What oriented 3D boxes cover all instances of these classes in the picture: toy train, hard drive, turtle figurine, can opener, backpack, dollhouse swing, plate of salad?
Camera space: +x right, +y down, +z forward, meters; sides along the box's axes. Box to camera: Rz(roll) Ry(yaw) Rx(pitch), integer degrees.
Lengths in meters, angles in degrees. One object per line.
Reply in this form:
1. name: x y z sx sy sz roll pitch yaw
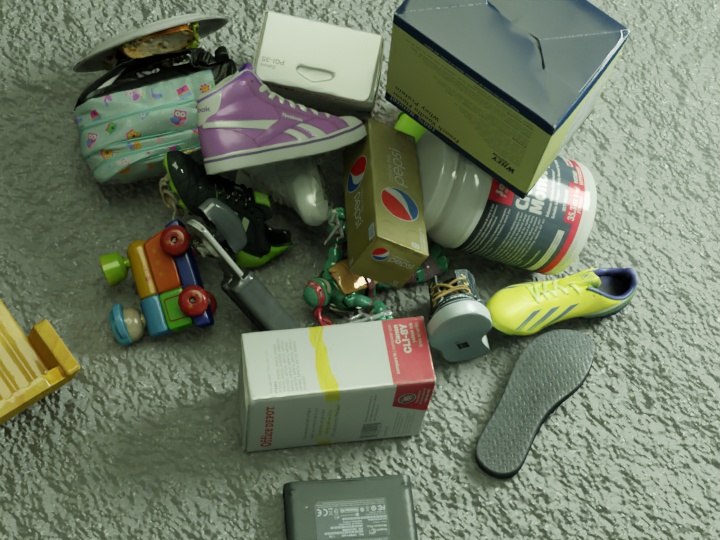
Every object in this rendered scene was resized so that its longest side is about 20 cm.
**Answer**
1. toy train: -0.244 -0.020 1.452 0.115 0.085 0.201 -18 84 -1
2. hard drive: -0.005 0.318 1.344 0.139 0.033 0.201 -2 62 -8
3. turtle figurine: 0.000 0.000 1.480 0.200 0.101 0.150 -25 85 -37
4. can opener: -0.118 0.007 1.424 0.067 0.053 0.200 -47 116 -15
5. backpack: -0.236 -0.176 1.516 0.199 0.167 0.127 -15 81 -7
6. dollhouse swing: -0.431 0.091 1.348 0.200 0.182 0.176 -32 90 -21
7. plate of salad: -0.249 -0.265 1.554 0.199 0.200 0.048 -21 95 -17

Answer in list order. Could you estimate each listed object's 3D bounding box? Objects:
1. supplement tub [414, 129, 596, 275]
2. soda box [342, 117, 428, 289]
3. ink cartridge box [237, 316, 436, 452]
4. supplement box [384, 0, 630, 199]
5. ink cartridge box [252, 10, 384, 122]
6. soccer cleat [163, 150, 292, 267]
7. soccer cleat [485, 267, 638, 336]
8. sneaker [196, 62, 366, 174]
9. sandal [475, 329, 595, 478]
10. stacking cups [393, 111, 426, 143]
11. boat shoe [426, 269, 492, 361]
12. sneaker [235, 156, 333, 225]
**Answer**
1. supplement tub: 0.160 -0.083 1.496 0.199 0.140 0.141 15 59 -18
2. soda box: 0.026 -0.079 1.450 0.068 0.064 0.201 20 42 -23
3. ink cartridge box: -0.031 0.124 1.382 0.199 0.145 0.084 -5 62 -10
4. supplement box: 0.145 -0.212 1.339 0.200 0.200 0.134 37 75 10
5. ink cartridge box: -0.048 -0.239 1.540 0.146 0.200 0.083 12 89 -1
6. soccer cleat: -0.150 -0.077 1.454 0.081 0.200 0.068 -25 47 15
7. soccer cleat: 0.233 0.027 1.479 0.199 0.084 0.065 -7 62 -29
8. sneaker: -0.086 -0.177 1.421 0.200 0.073 0.115 -12 93 -31
9. sandal: 0.194 0.148 1.462 0.076 0.043 0.200 34 72 19
10. stacking cups: 0.048 -0.136 1.584 0.060 0.061 0.200 26 64 7
11. boat shoe: 0.101 0.038 1.412 0.071 0.200 0.091 -14 74 2
12. sneaker: -0.096 -0.106 1.530 0.099 0.078 0.200 -24 38 -3
